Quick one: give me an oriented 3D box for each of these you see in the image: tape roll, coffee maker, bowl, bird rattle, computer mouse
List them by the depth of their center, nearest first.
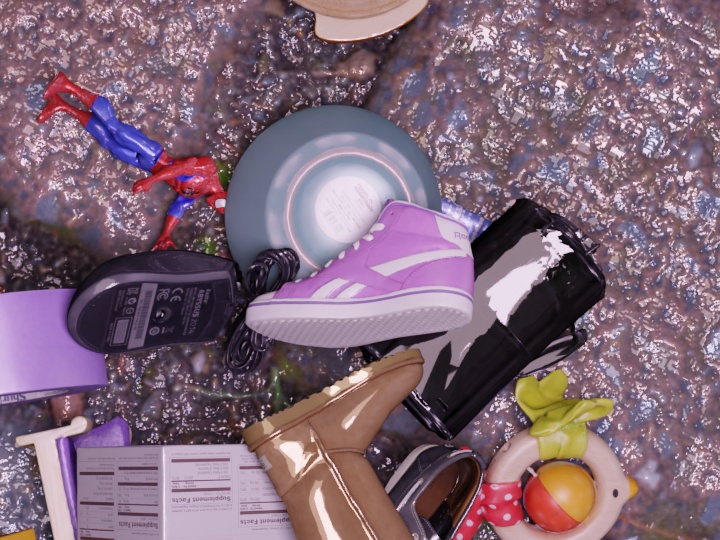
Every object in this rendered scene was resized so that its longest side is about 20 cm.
[{"bbox_3d":[-0.161,0.026,1.627,0.200,0.053,0.139,1,128,-31],"label":"computer mouse"},{"bbox_3d":[-0.322,0.073,1.646,0.200,0.200,0.085,-9,85,-4],"label":"tape roll"},{"bbox_3d":[0.102,0.038,1.664,0.200,0.192,0.135,-43,69,-7],"label":"coffee maker"},{"bbox_3d":[-0.017,-0.048,1.693,0.201,0.105,0.201,0,93,-8],"label":"bowl"},{"bbox_3d":[0.159,0.194,1.718,0.163,0.113,0.200,43,87,-15],"label":"bird rattle"}]

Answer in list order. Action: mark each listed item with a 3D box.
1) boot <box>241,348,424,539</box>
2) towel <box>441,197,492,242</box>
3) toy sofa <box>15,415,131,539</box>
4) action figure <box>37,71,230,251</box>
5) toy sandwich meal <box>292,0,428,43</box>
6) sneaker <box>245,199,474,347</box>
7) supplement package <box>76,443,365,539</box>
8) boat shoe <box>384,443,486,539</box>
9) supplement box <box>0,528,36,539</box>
[{"bbox_3d":[0.016,0.185,1.561,0.175,0.066,0.200,-27,83,-13],"label":"boot"},{"bbox_3d":[0.031,-0.012,1.764,0.200,0.024,0.145,25,85,-1],"label":"towel"},{"bbox_3d":[-0.236,0.229,1.695,0.098,0.083,0.200,-12,86,-4],"label":"toy sofa"},{"bbox_3d":[-0.209,-0.088,1.730,0.200,0.065,0.099,27,60,-1],"label":"action figure"},{"bbox_3d":[-0.006,-0.311,1.772,0.205,0.070,0.205,0,81,-1],"label":"toy sandwich meal"},{"bbox_3d":[0.000,0.000,1.616,0.200,0.073,0.114,-7,66,16],"label":"sneaker"},{"bbox_3d":[-0.119,0.203,1.630,0.200,0.156,0.111,4,83,-35],"label":"supplement package"},{"bbox_3d":[0.037,0.230,1.604,0.072,0.068,0.200,49,61,-29],"label":"boat shoe"},{"bbox_3d":[-0.369,0.344,1.618,0.197,0.133,0.200,-16,85,20],"label":"supplement box"}]
